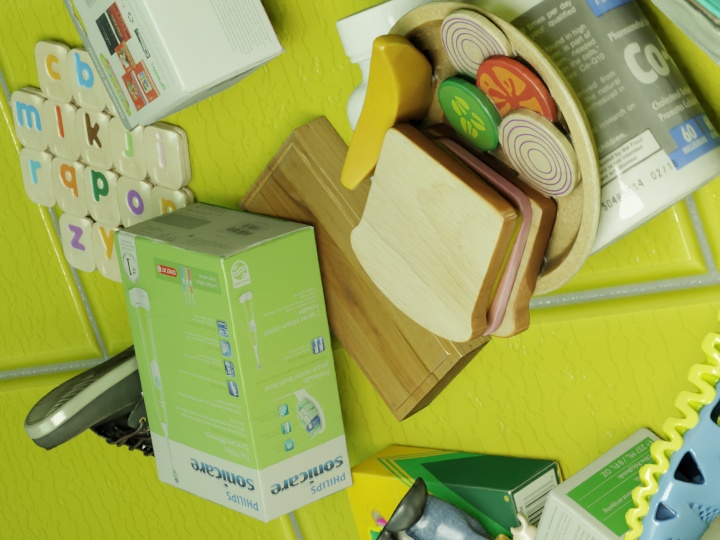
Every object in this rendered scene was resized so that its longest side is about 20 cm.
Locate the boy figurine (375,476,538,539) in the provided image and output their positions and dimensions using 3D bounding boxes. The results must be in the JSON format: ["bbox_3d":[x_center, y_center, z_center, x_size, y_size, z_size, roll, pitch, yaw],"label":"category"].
[{"bbox_3d":[0.096,0.229,1.605,0.200,0.064,0.125,36,103,3],"label":"boy figurine"}]

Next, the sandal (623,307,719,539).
[{"bbox_3d":[0.225,0.107,1.443,0.087,0.079,0.201,27,97,14],"label":"sandal"}]

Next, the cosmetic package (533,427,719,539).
[{"bbox_3d":[0.216,0.206,1.526,0.200,0.107,0.085,36,134,26],"label":"cosmetic package"}]

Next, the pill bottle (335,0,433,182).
[{"bbox_3d":[0.057,-0.081,1.533,0.111,0.111,0.201,-13,101,49],"label":"pill bottle"}]

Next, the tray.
[{"bbox_3d":[0.000,0.000,1.697,0.200,0.037,0.099,54,139,12],"label":"tray"}]

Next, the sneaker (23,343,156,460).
[{"bbox_3d":[-0.165,0.116,1.812,0.075,0.200,0.107,-18,98,39],"label":"sneaker"}]

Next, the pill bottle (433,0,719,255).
[{"bbox_3d":[0.126,-0.119,1.437,0.114,0.113,0.201,-36,84,50],"label":"pill bottle"}]

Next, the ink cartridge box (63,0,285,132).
[{"bbox_3d":[-0.154,-0.214,1.690,0.201,0.084,0.175,65,159,-3],"label":"ink cartridge box"}]

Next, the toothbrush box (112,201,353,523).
[{"bbox_3d":[-0.093,0.064,1.731,0.145,0.086,0.201,12,115,52],"label":"toothbrush box"}]

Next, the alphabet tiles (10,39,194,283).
[{"bbox_3d":[-0.203,-0.082,1.883,0.199,0.015,0.197,17,123,41],"label":"alphabet tiles"}]

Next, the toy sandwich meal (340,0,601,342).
[{"bbox_3d":[0.057,-0.058,1.404,0.205,0.070,0.206,30,134,37],"label":"toy sandwich meal"}]

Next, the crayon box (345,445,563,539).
[{"bbox_3d":[0.085,0.232,1.715,0.172,0.058,0.201,0,111,47],"label":"crayon box"}]

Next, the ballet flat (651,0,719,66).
[{"bbox_3d":[0.170,-0.188,1.395,0.200,0.067,0.064,48,165,20],"label":"ballet flat"}]
